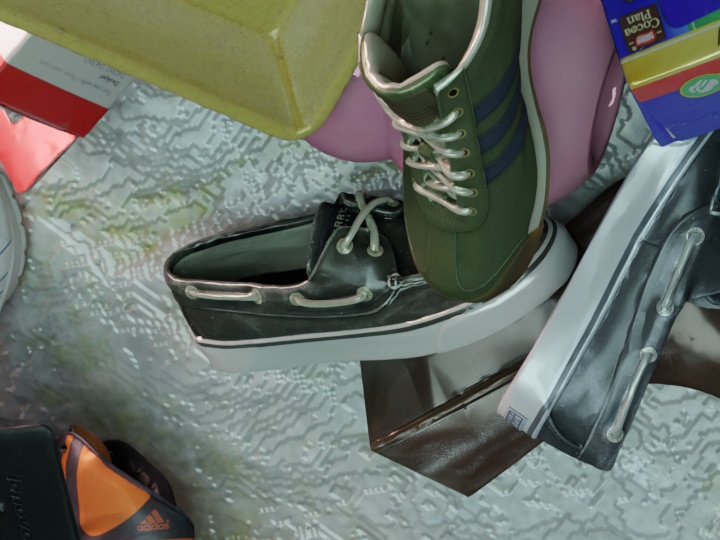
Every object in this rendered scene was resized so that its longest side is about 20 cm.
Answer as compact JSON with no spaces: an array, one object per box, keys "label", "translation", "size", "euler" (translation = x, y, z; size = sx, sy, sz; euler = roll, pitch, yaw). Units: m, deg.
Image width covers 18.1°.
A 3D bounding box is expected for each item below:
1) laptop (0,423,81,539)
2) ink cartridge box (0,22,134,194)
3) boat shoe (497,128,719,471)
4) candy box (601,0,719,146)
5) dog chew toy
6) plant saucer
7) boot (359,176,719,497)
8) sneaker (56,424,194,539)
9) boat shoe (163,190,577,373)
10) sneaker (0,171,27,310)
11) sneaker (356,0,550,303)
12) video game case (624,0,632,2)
[{"label":"laptop","translation":[-0.210,0.135,1.071],"size":[0.116,0.200,0.188],"euler":[-19,117,-20]},{"label":"ink cartridge box","translation":[-0.133,-0.146,1.020],"size":[0.200,0.067,0.116],"euler":[-47,51,18]},{"label":"boat shoe","translation":[0.136,-0.007,0.988],"size":[0.068,0.072,0.200],"euler":[30,89,6]},{"label":"candy box","translation":[0.168,-0.176,0.935],"size":[0.169,0.077,0.200],"euler":[-20,69,15]},{"label":"dog chew toy","translation":[0.016,-0.099,1.013],"size":[0.200,0.125,0.125],"euler":[15,108,13]},{"label":"plant saucer","translation":[-0.065,-0.175,0.910],"size":[0.200,0.048,0.200],"euler":[22,114,-20]},{"label":"boot","translation":[0.112,0.067,1.068],"size":[0.200,0.064,0.187],"euler":[-33,85,14]},{"label":"sneaker","translation":[-0.168,0.131,1.139],"size":[0.200,0.078,0.112],"euler":[8,86,21]},{"label":"boat shoe","translation":[0.000,0.000,1.045],"size":[0.200,0.071,0.064],"euler":[-12,125,25]},{"label":"sneaker","translation":[-0.212,0.027,1.103],"size":[0.074,0.087,0.200],"euler":[8,106,9]},{"label":"sneaker","translation":[0.029,-0.073,0.892],"size":[0.067,0.090,0.201],"euler":[20,117,31]},{"label":"video game case","translation":[0.119,-0.237,0.917],"size":[0.200,0.025,0.181],"euler":[-45,63,5]}]
